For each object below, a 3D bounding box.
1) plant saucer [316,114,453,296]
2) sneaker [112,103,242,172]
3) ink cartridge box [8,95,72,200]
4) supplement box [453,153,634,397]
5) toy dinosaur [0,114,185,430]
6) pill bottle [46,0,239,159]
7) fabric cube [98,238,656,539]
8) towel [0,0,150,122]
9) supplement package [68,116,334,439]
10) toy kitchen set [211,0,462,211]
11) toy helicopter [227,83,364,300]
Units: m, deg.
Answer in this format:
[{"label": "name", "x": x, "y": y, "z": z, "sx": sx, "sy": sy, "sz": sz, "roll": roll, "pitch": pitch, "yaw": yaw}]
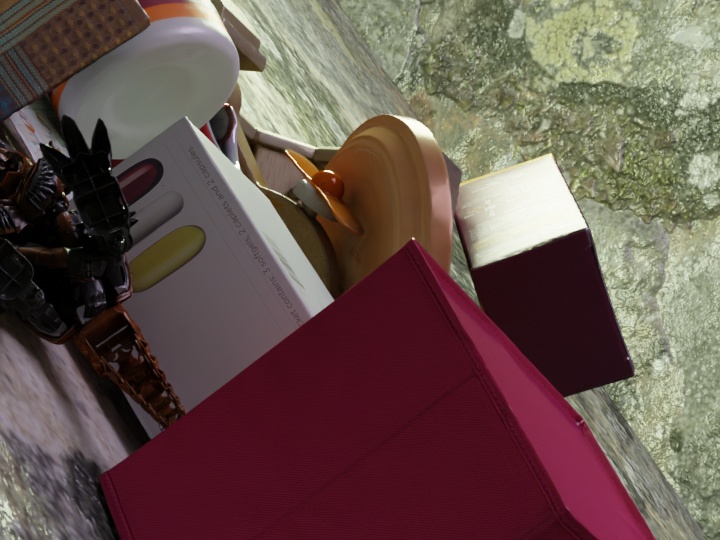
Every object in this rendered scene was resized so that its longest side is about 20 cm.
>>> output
[{"label": "plant saucer", "x": 0.000, "y": 0.000, "z": 1.547, "sx": 0.032, "sy": 0.201, "sz": 0.201, "roll": 9, "pitch": 29, "yaw": -23}, {"label": "sneaker", "x": -0.151, "y": -0.108, "z": 1.541, "sx": 0.200, "sy": 0.112, "sz": 0.071, "roll": 54, "pitch": 9, "yaw": 13}, {"label": "ink cartridge box", "x": -0.219, "y": -0.106, "z": 1.429, "sx": 0.201, "sy": 0.047, "sz": 0.160, "roll": 59, "pitch": 8, "yaw": 2}, {"label": "supplement box", "x": 0.122, "y": 0.005, "z": 1.701, "sx": 0.200, "sy": 0.085, "sz": 0.111, "roll": -100, "pitch": 171, "yaw": -73}, {"label": "toy dinosaur", "x": -0.148, "y": -0.007, "z": 1.240, "sx": 0.199, "sy": 0.102, "sz": 0.136, "roll": 30, "pitch": -18, "yaw": 15}, {"label": "pill bottle", "x": -0.161, "y": -0.176, "z": 1.471, "sx": 0.201, "sy": 0.114, "sz": 0.114, "roll": 61, "pitch": 11, "yaw": 27}, {"label": "fabric cube", "x": 0.027, "y": 0.150, "z": 1.182, "sx": 0.196, "sy": 0.199, "sz": 0.200, "roll": 46, "pitch": 11, "yaw": -43}, {"label": "towel", "x": -0.228, "y": -0.179, "z": 1.344, "sx": 0.200, "sy": 0.146, "sz": 0.022, "roll": 55, "pitch": -15, "yaw": 3}, {"label": "supplement package", "x": -0.069, "y": 0.044, "z": 1.355, "sx": 0.200, "sy": 0.111, "sz": 0.156, "roll": 56, "pitch": 4, "yaw": 22}, {"label": "toy kitchen set", "x": -0.047, "y": -0.110, "z": 1.678, "sx": 0.200, "sy": 0.179, "sz": 0.164, "roll": 39, "pitch": 59, "yaw": -58}, {"label": "toy helicopter", "x": -0.067, "y": -0.047, "z": 1.558, "sx": 0.079, "sy": 0.132, "sz": 0.201, "roll": 13, "pitch": 51, "yaw": -58}]
